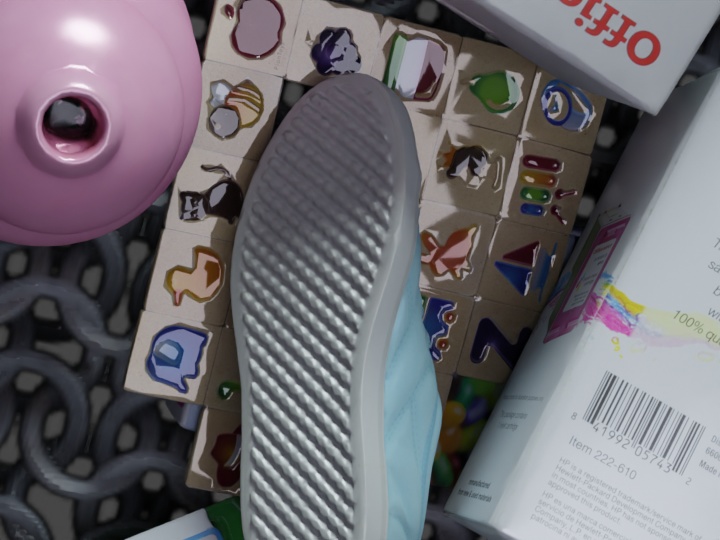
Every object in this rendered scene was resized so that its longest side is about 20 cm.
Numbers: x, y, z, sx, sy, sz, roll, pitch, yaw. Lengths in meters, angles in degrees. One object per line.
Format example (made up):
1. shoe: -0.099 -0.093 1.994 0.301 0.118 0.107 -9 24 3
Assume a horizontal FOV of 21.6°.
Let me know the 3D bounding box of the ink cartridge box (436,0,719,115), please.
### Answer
1. ink cartridge box: 0.088 -0.177 0.667 0.145 0.084 0.201 28 97 -21

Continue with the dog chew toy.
1. dog chew toy: -0.110 -0.065 0.647 0.124 0.200 0.126 -3 103 -14

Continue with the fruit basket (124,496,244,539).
1. fruit basket: -0.059 0.184 0.718 0.184 0.200 0.094 -20 129 -9

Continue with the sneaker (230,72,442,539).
1. sneaker: -0.004 0.028 0.732 0.073 0.082 0.202 5 85 26

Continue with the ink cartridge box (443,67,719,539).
1. ink cartridge box: 0.146 0.043 0.745 0.144 0.085 0.201 29 83 -8

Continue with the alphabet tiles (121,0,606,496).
1. alphabet tiles: 0.000 0.000 0.756 0.166 0.008 0.202 12 98 -17

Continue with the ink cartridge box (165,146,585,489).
1. ink cartridge box: 0.030 0.028 0.794 0.199 0.042 0.120 14 99 -20
